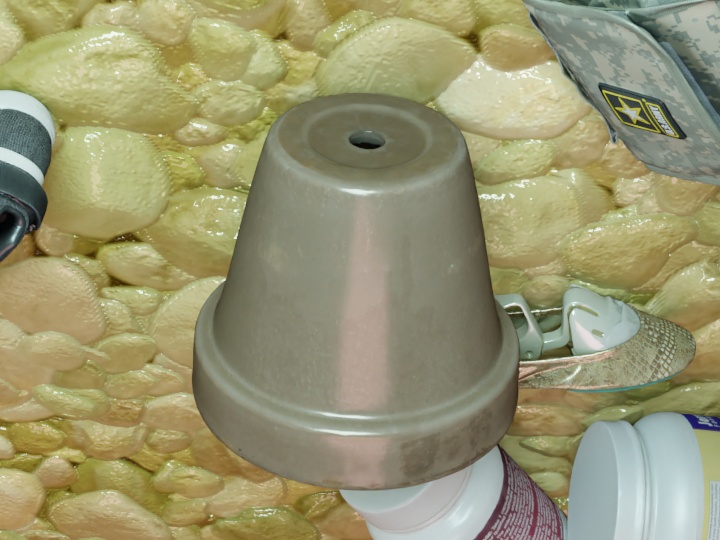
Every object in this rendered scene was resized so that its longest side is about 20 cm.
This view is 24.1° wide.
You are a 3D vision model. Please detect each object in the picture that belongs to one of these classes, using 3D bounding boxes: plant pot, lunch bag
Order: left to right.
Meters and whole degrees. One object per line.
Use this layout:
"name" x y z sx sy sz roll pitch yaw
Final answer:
"plant pot" 0.000 0.000 0.977 0.199 0.201 0.176 1 124 -3
"lunch bag" 0.194 -0.126 0.869 0.199 0.118 0.164 -17 140 28

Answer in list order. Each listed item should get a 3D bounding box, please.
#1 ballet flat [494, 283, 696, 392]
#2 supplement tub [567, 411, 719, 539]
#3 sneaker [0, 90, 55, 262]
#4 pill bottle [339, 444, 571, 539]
"ballet flat" 0.122 0.044 1.114 0.198 0.071 0.066 -7 126 2
"supplement tub" 0.261 0.178 1.212 0.198 0.146 0.146 7 140 -9
"sneaker" -0.274 -0.032 0.973 0.199 0.112 0.073 -16 138 17
"pill bottle" 0.072 0.178 1.233 0.114 0.115 0.200 -21 136 23
